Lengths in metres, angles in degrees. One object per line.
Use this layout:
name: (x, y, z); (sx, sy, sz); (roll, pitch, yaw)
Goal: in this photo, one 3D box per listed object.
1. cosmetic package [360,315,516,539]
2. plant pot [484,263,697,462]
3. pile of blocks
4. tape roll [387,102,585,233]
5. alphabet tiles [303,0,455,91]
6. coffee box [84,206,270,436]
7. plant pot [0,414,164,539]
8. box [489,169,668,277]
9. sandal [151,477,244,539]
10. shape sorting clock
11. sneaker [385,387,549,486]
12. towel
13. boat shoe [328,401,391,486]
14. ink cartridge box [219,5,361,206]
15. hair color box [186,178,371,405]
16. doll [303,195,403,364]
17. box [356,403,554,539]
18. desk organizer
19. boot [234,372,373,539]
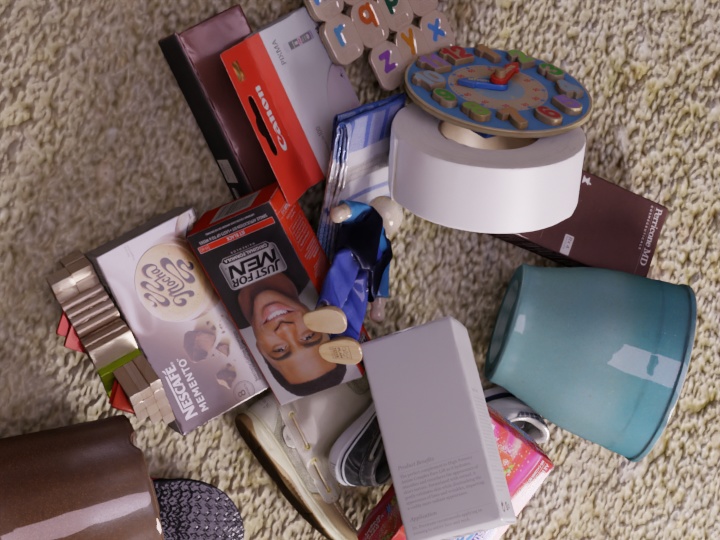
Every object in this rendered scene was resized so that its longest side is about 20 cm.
cosmetic package: (0.075, 0.157, 1.300); (0.100, 0.074, 0.203); (-16, 75, 15)
plant pot: (0.242, 0.082, 1.464); (0.186, 0.200, 0.203); (19, 86, -2)
pile of blocks: (-0.257, 0.076, 1.318); (0.062, 0.082, 0.201); (-27, 67, -17)
tape roll: (0.126, -0.112, 1.361); (0.200, 0.203, 0.072); (-8, 121, -20)
alphabet tiles: (0.023, -0.302, 1.423); (0.199, 0.015, 0.197); (-37, 109, -31)
coffee box: (-0.183, 0.050, 1.358); (0.112, 0.080, 0.202); (-27, 101, -17)
plant pot: (-0.296, 0.234, 1.259); (0.196, 0.200, 0.203); (-15, 98, -17)
box: (0.239, -0.059, 1.516); (0.198, 0.075, 0.101); (20, 85, -22)
sandal: (-0.215, 0.246, 1.384); (0.197, 0.045, 0.076); (12, 83, -6)
shape sorting clock: (0.143, -0.190, 1.387); (0.197, 0.200, 0.040); (-7, 122, -20)
sneaker: (0.111, 0.188, 1.460); (0.198, 0.080, 0.077); (-21, 124, -23)
towel: (0.002, -0.074, 1.378); (0.146, 0.024, 0.203); (-29, 132, -57)
boat shoe: (0.050, 0.155, 1.397); (0.200, 0.070, 0.073); (-51, 136, -30)
ink cartridge box: (-0.057, -0.171, 1.341); (0.056, 0.200, 0.164); (-21, 103, 17)
hair color box: (-0.076, 0.023, 1.320); (0.100, 0.061, 0.202); (-21, 110, 22)
doll: (0.000, 0.000, 1.306); (0.201, 0.048, 0.137); (-69, 144, -44)
box: (0.096, 0.238, 1.386); (0.099, 0.096, 0.201); (36, 94, -15)
desk organizer: (-0.123, -0.163, 1.374); (0.076, 0.072, 0.202); (-29, 103, -19)
boot: (-0.023, 0.187, 1.434); (0.154, 0.072, 0.201); (-41, 109, -19)
